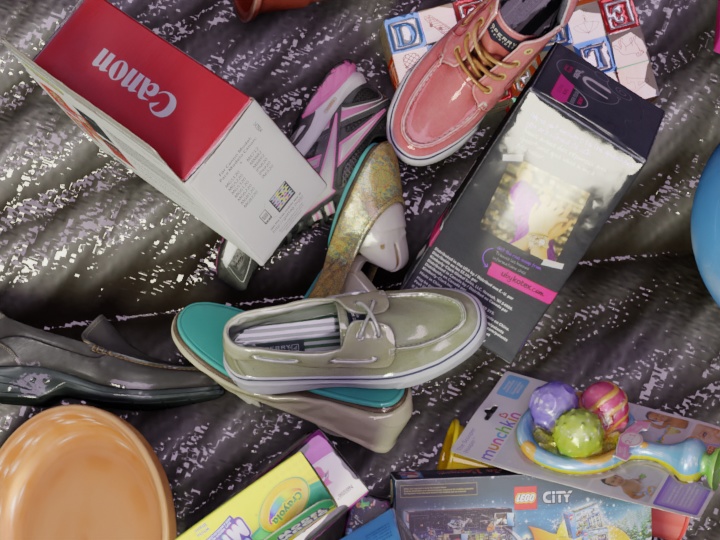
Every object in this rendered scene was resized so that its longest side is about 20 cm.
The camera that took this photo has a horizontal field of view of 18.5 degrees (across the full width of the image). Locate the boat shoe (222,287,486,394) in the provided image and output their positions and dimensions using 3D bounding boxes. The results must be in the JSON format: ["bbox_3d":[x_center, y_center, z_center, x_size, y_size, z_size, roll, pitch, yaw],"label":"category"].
[{"bbox_3d":[-0.005,0.050,1.621,0.198,0.062,0.073,-12,66,1],"label":"boat shoe"}]

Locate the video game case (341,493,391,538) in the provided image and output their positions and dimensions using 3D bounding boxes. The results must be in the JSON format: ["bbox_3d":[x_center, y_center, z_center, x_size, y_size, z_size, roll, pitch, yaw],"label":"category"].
[{"bbox_3d":[0.057,0.290,1.721,0.180,0.036,0.202,13,84,-3],"label":"video game case"}]

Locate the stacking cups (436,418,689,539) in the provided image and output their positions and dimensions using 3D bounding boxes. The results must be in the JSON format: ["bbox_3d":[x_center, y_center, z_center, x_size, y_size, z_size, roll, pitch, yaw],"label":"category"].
[{"bbox_3d":[0.159,0.174,1.730,0.198,0.061,0.061,18,84,-4],"label":"stacking cups"}]

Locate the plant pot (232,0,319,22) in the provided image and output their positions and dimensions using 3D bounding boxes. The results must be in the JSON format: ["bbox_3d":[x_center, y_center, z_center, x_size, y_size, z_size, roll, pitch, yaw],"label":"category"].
[{"bbox_3d":[0.001,-0.295,1.705,0.193,0.201,0.203,-3,85,-12],"label":"plant pot"}]

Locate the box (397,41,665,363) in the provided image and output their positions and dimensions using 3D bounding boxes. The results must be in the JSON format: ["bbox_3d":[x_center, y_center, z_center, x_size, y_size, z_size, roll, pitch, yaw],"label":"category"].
[{"bbox_3d":[0.130,-0.052,1.674,0.106,0.122,0.201,32,116,0],"label":"box"}]

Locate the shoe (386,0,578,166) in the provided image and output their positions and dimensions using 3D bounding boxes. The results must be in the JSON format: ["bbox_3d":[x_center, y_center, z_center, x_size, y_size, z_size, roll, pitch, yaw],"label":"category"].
[{"bbox_3d":[0.094,-0.167,1.679,0.071,0.091,0.200,42,84,1],"label":"shoe"}]

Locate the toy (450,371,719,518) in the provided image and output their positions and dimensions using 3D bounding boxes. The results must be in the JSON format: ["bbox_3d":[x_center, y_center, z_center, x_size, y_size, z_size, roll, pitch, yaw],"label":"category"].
[{"bbox_3d":[0.182,0.117,1.674,0.199,0.115,0.048,17,126,20],"label":"toy"}]

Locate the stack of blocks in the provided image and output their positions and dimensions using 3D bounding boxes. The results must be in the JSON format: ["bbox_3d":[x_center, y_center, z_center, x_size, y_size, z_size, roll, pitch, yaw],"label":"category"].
[{"bbox_3d":[0.125,-0.163,1.757,0.198,0.059,0.116,-15,86,-5],"label":"stack of blocks"}]

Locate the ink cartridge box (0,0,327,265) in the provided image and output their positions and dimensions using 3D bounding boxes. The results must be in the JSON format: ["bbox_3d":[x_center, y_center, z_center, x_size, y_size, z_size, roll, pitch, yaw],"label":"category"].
[{"bbox_3d":[-0.147,-0.117,1.636,0.200,0.176,0.084,35,82,35],"label":"ink cartridge box"}]

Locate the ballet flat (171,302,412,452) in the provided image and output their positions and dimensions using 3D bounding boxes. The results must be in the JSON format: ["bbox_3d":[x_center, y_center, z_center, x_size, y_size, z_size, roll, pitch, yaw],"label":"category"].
[{"bbox_3d":[-0.054,0.086,1.683,0.199,0.069,0.070,21,83,16],"label":"ballet flat"}]

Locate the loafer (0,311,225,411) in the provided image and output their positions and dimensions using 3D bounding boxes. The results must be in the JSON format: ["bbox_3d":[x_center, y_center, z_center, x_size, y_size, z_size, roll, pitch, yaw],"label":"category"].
[{"bbox_3d":[-0.202,0.069,1.709,0.198,0.073,0.073,4,80,-4],"label":"loafer"}]

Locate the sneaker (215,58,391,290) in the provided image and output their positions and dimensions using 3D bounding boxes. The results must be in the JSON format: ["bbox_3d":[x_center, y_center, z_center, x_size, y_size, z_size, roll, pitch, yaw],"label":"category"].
[{"bbox_3d":[-0.036,-0.065,1.728,0.086,0.080,0.201,34,85,-3],"label":"sneaker"}]

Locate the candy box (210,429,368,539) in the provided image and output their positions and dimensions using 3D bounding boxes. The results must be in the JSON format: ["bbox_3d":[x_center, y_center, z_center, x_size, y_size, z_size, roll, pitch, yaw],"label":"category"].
[{"bbox_3d":[-0.067,0.183,1.641,0.136,0.200,0.061,-40,89,-5],"label":"candy box"}]

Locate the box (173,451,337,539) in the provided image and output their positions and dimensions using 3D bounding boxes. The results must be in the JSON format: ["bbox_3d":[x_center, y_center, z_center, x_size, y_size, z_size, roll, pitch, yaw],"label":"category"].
[{"bbox_3d":[-0.074,0.169,1.440,0.117,0.200,0.049,-35,88,-5],"label":"box"}]

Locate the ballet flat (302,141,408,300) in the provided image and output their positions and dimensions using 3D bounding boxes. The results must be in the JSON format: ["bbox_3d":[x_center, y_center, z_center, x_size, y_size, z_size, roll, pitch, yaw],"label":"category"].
[{"bbox_3d":[0.000,0.000,1.702,0.070,0.071,0.201,24,107,-1],"label":"ballet flat"}]

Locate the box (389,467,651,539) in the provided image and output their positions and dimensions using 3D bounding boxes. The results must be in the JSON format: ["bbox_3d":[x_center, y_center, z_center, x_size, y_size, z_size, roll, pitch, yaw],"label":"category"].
[{"bbox_3d":[0.123,0.220,1.684,0.198,0.038,0.138,-1,94,-6],"label":"box"}]

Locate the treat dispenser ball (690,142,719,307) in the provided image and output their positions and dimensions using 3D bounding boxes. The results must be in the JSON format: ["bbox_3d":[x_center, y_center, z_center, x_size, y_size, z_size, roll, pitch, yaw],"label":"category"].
[{"bbox_3d":[0.353,-0.035,1.688,0.199,0.201,0.203,0,85,-4],"label":"treat dispenser ball"}]

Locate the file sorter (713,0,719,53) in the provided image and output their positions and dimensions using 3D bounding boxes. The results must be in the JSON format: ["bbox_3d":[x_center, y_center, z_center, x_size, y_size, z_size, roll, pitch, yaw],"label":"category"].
[{"bbox_3d":[0.362,-0.256,1.699,0.138,0.126,0.201,16,45,-2],"label":"file sorter"}]

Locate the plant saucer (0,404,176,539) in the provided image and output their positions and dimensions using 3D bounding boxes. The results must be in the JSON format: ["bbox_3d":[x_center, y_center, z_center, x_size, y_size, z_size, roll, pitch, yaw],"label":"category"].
[{"bbox_3d":[-0.211,0.203,1.667,0.199,0.037,0.202,-5,82,35],"label":"plant saucer"}]

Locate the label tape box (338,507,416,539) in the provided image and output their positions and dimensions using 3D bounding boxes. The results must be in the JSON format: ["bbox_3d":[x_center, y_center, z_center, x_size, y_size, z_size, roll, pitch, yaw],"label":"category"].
[{"bbox_3d":[0.017,0.294,1.623,0.143,0.066,0.201,-31,113,5],"label":"label tape box"}]
